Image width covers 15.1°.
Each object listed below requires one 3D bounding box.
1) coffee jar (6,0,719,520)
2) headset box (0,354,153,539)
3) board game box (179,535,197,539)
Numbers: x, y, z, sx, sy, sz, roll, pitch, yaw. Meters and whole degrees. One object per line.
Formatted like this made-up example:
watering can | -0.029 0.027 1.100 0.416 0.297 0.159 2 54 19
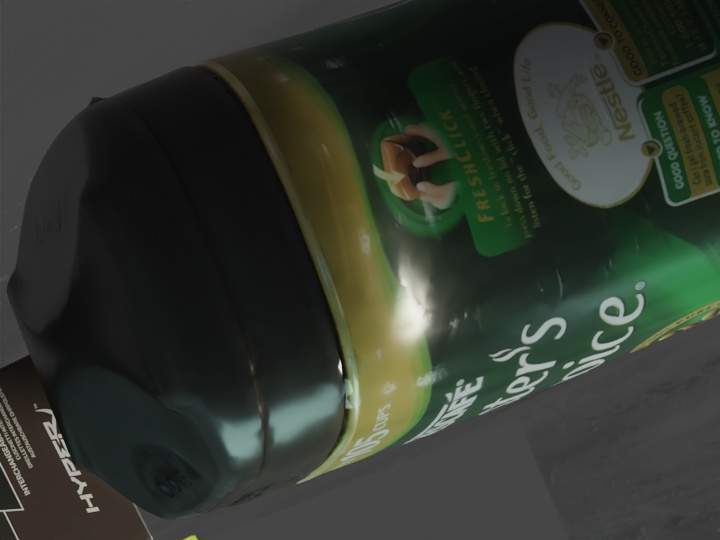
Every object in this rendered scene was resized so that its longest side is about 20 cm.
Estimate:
coffee jar | 0.028 -0.017 0.571 0.199 0.086 0.104 -20 174 -20
headset box | -0.184 0.111 0.896 0.200 0.077 0.149 -25 176 -19
board game box | -0.124 0.148 0.883 0.101 0.048 0.200 -29 176 23
